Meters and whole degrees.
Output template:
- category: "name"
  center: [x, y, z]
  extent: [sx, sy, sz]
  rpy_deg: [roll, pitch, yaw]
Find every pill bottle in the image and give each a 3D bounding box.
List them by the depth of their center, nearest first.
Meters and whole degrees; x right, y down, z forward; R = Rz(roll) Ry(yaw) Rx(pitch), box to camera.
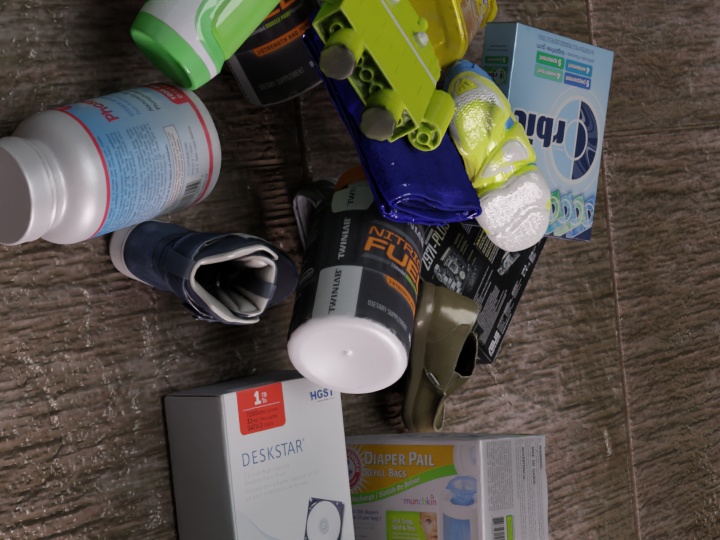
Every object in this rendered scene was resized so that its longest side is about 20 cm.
- category: "pill bottle"
  center: [-0.217, -0.084, 1.419]
  extent: [0.199, 0.108, 0.110]
  rpy_deg: [-22, 103, -47]
- category: "pill bottle"
  center: [0.000, 0.000, 1.544]
  extent: [0.106, 0.106, 0.201]
  rpy_deg: [46, 37, -35]
- category: "pill bottle"
  center: [-0.100, -0.257, 1.560]
  extent: [0.106, 0.106, 0.201]
  rpy_deg: [-49, 121, -37]

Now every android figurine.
- category: "android figurine"
  center: [0.019, -0.190, 1.474]
  extent: [0.183, 0.041, 0.200]
  rpy_deg: [56, 27, -17]

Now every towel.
- category: "towel"
  center: [0.025, -0.133, 1.534]
  extent: [0.147, 0.049, 0.201]
  rpy_deg: [9, 55, -59]

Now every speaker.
- category: "speaker"
  center: [-0.100, -0.247, 1.451]
  extent: [0.200, 0.088, 0.089]
  rpy_deg: [-50, 125, -13]

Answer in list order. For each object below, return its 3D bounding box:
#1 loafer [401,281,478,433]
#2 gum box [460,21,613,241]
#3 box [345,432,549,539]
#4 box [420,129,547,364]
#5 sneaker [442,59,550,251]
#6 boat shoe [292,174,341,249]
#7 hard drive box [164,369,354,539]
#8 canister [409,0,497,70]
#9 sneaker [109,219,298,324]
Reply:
- category: "loafer"
  center: [0.079, 0.095, 1.706]
  extent: [0.201, 0.067, 0.076]
  rpy_deg: [90, 11, -50]
- category: "gum box"
  center: [0.181, -0.137, 1.760]
  extent: [0.169, 0.044, 0.202]
  rpy_deg: [6, 91, -48]
- category: "box"
  center: [0.068, 0.210, 1.647]
  extent: [0.101, 0.199, 0.113]
  rpy_deg: [2, 84, -48]
- category: "box"
  center: [0.098, -0.031, 1.777]
  extent: [0.164, 0.086, 0.201]
  rpy_deg: [48, 54, -35]
- category: "sneaker"
  center: [0.127, -0.117, 1.647]
  extent: [0.105, 0.075, 0.201]
  rpy_deg: [-101, 173, -51]
- category: "boat shoe"
  center: [-0.015, 0.011, 1.662]
  extent: [0.068, 0.071, 0.201]
  rpy_deg: [-27, 105, -47]
- category: "hard drive box"
  center: [-0.088, 0.199, 1.568]
  extent: [0.155, 0.076, 0.202]
  rpy_deg: [-10, 95, -48]
- category: "canister"
  center: [0.070, -0.283, 1.700]
  extent: [0.200, 0.086, 0.149]
  rpy_deg: [-62, 136, -66]
- category: "sneaker"
  center: [-0.099, 0.008, 1.509]
  extent: [0.202, 0.146, 0.077]
  rpy_deg: [11, 93, -45]
